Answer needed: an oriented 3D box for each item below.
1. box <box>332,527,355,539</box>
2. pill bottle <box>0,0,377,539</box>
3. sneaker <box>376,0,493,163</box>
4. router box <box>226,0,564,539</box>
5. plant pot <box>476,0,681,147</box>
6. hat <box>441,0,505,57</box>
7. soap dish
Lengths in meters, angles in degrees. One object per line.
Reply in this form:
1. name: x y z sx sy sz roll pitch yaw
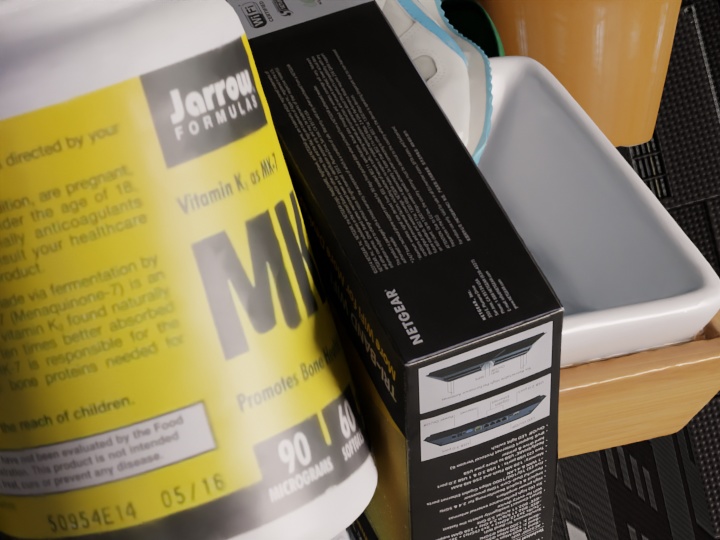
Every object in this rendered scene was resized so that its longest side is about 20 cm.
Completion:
1. box: -0.014 0.155 0.841 0.117 0.060 0.201 -63 137 -72
2. pill bottle: -0.074 -0.014 0.646 0.114 0.114 0.201 -57 131 -74
3. sneaker: -0.006 -0.084 0.874 0.077 0.080 0.200 -61 -149 31
4. router box: 0.000 0.000 0.732 0.158 0.052 0.200 86 -19 -49
5. plant pot: 0.177 -0.198 1.840 0.200 0.199 0.184 -51 141 -75
6. hat: -0.042 -0.076 1.058 0.166 0.175 0.201 37 -68 63
7. soap dish: 0.043 -0.001 0.922 0.200 0.157 0.082 -122 -151 -45
